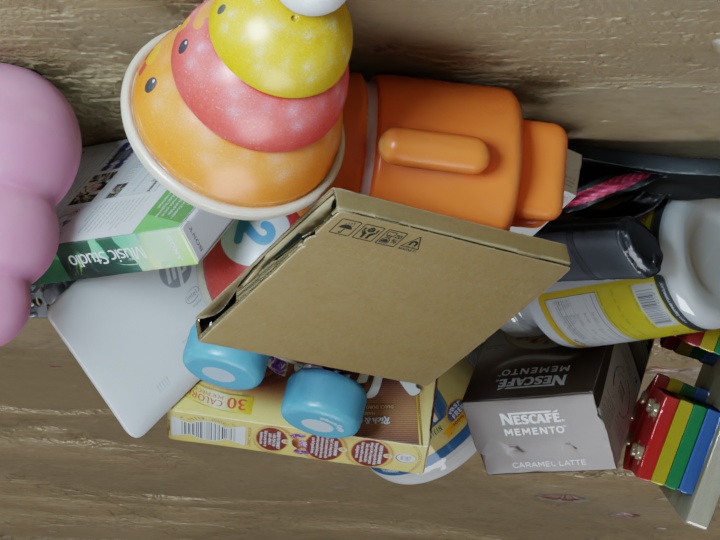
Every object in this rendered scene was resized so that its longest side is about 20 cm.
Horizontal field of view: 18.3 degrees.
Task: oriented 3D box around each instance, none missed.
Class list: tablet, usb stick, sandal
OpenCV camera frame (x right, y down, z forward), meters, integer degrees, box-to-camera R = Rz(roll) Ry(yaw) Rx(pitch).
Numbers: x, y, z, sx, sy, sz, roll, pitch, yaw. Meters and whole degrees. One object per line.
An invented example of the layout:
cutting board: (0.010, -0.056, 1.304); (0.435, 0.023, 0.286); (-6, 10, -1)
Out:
tablet: (-0.130, 0.014, 1.654); (0.014, 0.200, 0.130); (11, 139, 52)
usb stick: (0.142, -0.014, 1.664); (0.200, 0.033, 0.055); (-2, 138, 51)
sandal: (0.188, -0.059, 1.623); (0.200, 0.045, 0.075); (4, 167, 19)

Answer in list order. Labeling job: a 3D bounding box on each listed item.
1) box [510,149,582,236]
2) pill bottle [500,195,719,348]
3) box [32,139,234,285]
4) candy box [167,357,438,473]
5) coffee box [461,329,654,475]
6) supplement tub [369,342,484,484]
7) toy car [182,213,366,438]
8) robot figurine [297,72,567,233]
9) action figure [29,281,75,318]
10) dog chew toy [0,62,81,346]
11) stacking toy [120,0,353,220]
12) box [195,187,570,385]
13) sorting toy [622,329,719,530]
box: (0.094, -0.029, 1.638); (0.041, 0.039, 0.200); (24, 143, -16)
pill bottle: (0.195, 0.001, 1.731); (0.200, 0.112, 0.112); (-10, 160, 43)
box: (-0.164, -0.048, 1.604); (0.200, 0.144, 0.036); (-8, 122, 37)
candy box: (-0.041, 0.082, 1.712); (0.200, 0.117, 0.056); (8, 150, 2)
coffee box: (0.168, 0.075, 1.835); (0.114, 0.200, 0.080); (-6, 122, 22)
supplement tub: (0.014, 0.068, 1.859); (0.145, 0.145, 0.200); (-11, 132, 44)
toy car: (0.000, 0.000, 1.590); (0.177, 0.184, 0.200); (30, 152, -31)
robot figurine: (0.035, -0.071, 1.496); (0.200, 0.144, 0.117); (6, 122, -8)
action figure: (-0.198, -0.004, 1.738); (0.130, 0.069, 0.200); (3, -168, 22)
dog chew toy: (-0.258, -0.038, 1.530); (0.124, 0.200, 0.125); (3, 165, 1)
stacking toy: (-0.050, -0.137, 1.329); (0.146, 0.146, 0.200); (9, 145, -19)
box: (0.015, 0.016, 1.476); (0.200, 0.021, 0.163); (12, 140, -37)
sorting toy: (0.272, 0.093, 1.821); (0.070, 0.200, 0.199); (19, -177, 0)
